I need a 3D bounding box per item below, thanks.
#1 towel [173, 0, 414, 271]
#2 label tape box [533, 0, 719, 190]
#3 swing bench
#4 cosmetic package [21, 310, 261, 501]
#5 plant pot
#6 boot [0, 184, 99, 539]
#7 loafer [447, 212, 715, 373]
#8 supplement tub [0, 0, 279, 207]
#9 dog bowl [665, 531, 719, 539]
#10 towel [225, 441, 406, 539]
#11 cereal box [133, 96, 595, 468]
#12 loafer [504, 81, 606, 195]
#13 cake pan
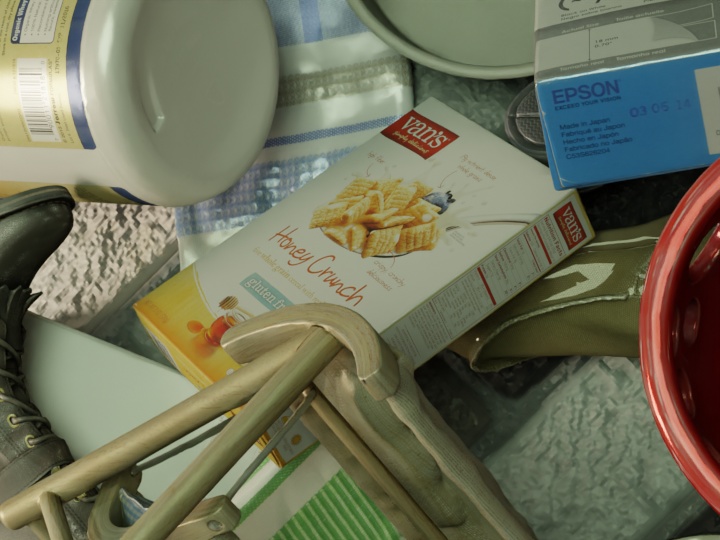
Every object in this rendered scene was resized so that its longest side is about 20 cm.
[{"bbox_3d":[-0.039,-0.066,1.311,0.147,0.024,0.200,-9,75,14],"label":"towel"},{"bbox_3d":[0.158,-0.125,1.139,0.144,0.063,0.200,-9,33,11],"label":"label tape box"},{"bbox_3d":[-0.022,0.139,1.088,0.200,0.199,0.130,-38,27,2],"label":"swing bench"},{"bbox_3d":[-0.126,0.101,1.271,0.200,0.081,0.113,22,85,21],"label":"cosmetic package"},{"bbox_3d":[0.229,0.040,1.049,0.200,0.182,0.201,-2,79,11],"label":"plant pot"},{"bbox_3d":[-0.172,0.076,1.218,0.174,0.069,0.200,46,101,20],"label":"boot"},{"bbox_3d":[0.139,0.015,1.209,0.200,0.076,0.068,-20,67,12],"label":"loafer"},{"bbox_3d":[-0.160,-0.109,1.275,0.200,0.144,0.145,4,79,36],"label":"supplement tub"},{"bbox_3d":[0.176,0.228,1.142,0.200,0.074,0.200,-2,80,11],"label":"dog bowl"},{"bbox_3d":[-0.001,0.184,1.195,0.153,0.023,0.200,-45,100,4],"label":"towel"},{"bbox_3d":[0.000,0.000,1.203,0.200,0.040,0.144,-37,36,-13],"label":"cereal box"},{"bbox_3d":[0.170,-0.100,1.239,0.200,0.063,0.072,-26,53,-1],"label":"loafer"},{"bbox_3d":[0.079,-0.195,1.286,0.200,0.037,0.201,-2,78,11],"label":"cake pan"}]
